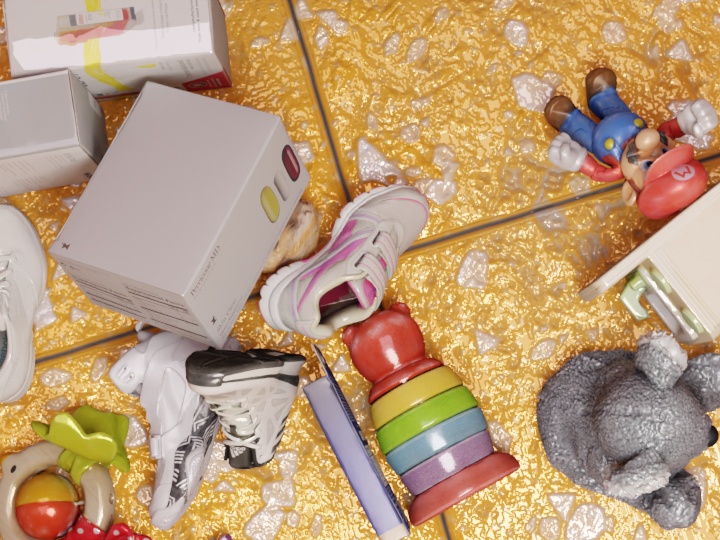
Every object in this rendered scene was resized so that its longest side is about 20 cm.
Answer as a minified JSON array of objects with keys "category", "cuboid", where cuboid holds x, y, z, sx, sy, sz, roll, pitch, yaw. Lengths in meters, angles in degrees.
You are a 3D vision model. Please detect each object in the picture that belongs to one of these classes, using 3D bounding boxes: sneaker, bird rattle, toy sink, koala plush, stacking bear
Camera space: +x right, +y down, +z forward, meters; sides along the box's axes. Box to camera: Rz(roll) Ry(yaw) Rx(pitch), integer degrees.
[{"category":"sneaker","cuboid":[-0.108,0.135,1.364,0.075,0.200,0.116,8,90,20]},{"category":"sneaker","cuboid":[-0.198,0.148,1.425,0.114,0.075,0.201,17,79,4]},{"category":"bird rattle","cuboid":[-0.282,0.235,1.419,0.162,0.113,0.201,-11,86,21]},{"category":"toy sink","cuboid":[0.328,0.000,1.398,0.200,0.130,0.112,-38,84,-4]},{"category":"sneaker","cuboid":[0.000,0.000,1.409,0.200,0.081,0.088,-44,41,-9]},{"category":"koala plush","cuboid":[0.260,0.144,1.347,0.183,0.200,0.178,15,85,3]},{"category":"stacking bear","cuboid":[0.056,0.131,1.405,0.121,0.114,0.201,-28,79,-2]},{"category":"sneaker","cuboid":[-0.357,0.029,1.434,0.075,0.088,0.201,-4,83,3]}]

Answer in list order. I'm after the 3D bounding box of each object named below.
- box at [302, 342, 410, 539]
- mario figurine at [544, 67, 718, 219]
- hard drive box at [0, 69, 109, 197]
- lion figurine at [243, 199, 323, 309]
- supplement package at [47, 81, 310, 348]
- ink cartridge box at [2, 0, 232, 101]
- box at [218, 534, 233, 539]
[{"category":"box","cuboid":[-0.010,0.167,1.392,0.032,0.121,0.201,-26,83,-1]},{"category":"mario figurine","cuboid":[0.258,-0.132,1.384,0.106,0.200,0.124,12,116,-37]},{"category":"hard drive box","cuboid":[-0.360,-0.125,1.419,0.199,0.156,0.077,-9,82,0]},{"category":"lion figurine","cuboid":[-0.145,-0.034,1.445,0.199,0.073,0.123,16,74,8]},{"category":"supplement package","cuboid":[-0.167,-0.055,1.368,0.155,0.111,0.201,17,68,24]},{"category":"ink cartridge box","cuboid":[-0.237,-0.225,1.432,0.199,0.145,0.084,-6,84,2]},{"category":"box","cuboid":[-0.167,0.375,1.414,0.200,0.039,0.137,-39,83,-3]}]
